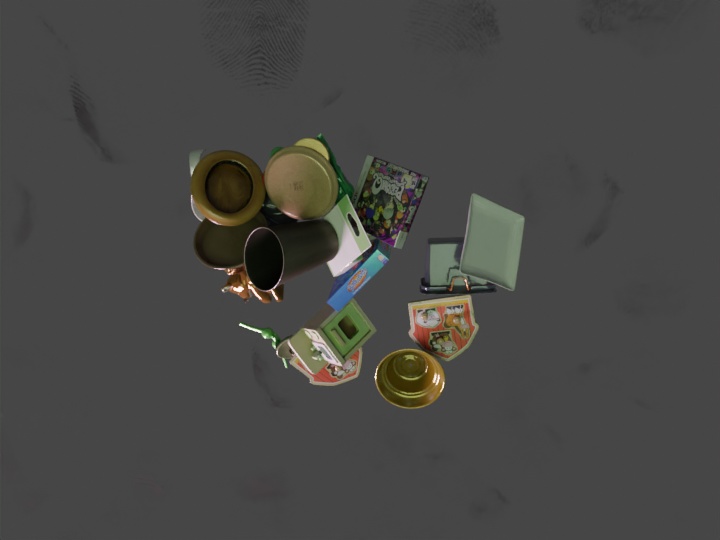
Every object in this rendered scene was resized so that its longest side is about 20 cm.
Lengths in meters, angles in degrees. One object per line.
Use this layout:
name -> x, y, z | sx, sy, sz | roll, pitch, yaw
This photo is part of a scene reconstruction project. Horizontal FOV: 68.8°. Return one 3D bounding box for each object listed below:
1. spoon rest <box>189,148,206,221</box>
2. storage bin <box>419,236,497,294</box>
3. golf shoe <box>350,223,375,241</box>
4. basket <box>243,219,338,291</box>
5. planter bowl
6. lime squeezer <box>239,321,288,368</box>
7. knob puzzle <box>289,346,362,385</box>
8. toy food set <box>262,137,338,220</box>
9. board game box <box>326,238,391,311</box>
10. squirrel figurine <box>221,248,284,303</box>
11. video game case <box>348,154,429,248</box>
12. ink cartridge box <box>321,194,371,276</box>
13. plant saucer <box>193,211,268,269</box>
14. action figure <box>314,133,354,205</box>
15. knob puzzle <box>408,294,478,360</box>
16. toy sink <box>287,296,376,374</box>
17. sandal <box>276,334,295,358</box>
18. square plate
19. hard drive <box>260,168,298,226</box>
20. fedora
spoon rest -> -0.415, -0.218, 1.400 | 0.099, 0.061, 0.201 | -7, 110, 9
storage bin -> 0.252, -0.015, 1.373 | 0.199, 0.146, 0.135 | -2, 102, 7
golf shoe -> 0.030, -0.120, 1.373 | 0.073, 0.092, 0.200 | 43, 112, -14
basket -> -0.162, -0.051, 1.298 | 0.136, 0.199, 0.181 | 52, 133, 16
planter bowl -> 0.146, 0.295, 1.532 | 0.199, 0.084, 0.202 | 2, 113, 6
lime squeezer -> -0.271, 0.214, 1.572 | 0.071, 0.038, 0.200 | -40, 104, 19
knob puzzle -> -0.077, 0.257, 1.535 | 0.218, 0.030, 0.221 | -4, 105, -16
toy food set -> -0.150, -0.220, 1.313 | 0.197, 0.049, 0.201 | -15, 115, 21
board game box -> 0.000, 0.000, 1.392 | 0.045, 0.152, 0.200 | 41, 110, -10
squirrel figurine -> -0.301, -0.002, 1.437 | 0.186, 0.142, 0.200 | -11, 129, 29
video game case -> 0.059, -0.173, 1.293 | 0.036, 0.200, 0.182 | 8, 107, -45
ink cartridge box -> -0.039, -0.088, 1.339 | 0.200, 0.048, 0.146 | -36, 77, 49
plant saucer -> -0.331, -0.084, 1.357 | 0.199, 0.201, 0.030 | -3, 149, 8
action figure -> -0.080, -0.238, 1.357 | 0.118, 0.055, 0.200 | -36, 107, 17
knob puzzle -> 0.236, 0.173, 1.493 | 0.218, 0.030, 0.221 | 2, 113, 5
toy sink -> -0.076, 0.179, 1.441 | 0.200, 0.112, 0.131 | -41, 106, -22
sandal -> -0.150, 0.236, 1.551 | 0.200, 0.057, 0.080 | 2, 118, 1
square plate -> 0.325, -0.067, 1.309 | 0.199, 0.028, 0.199 | 17, 80, -32
hard drive -> -0.222, -0.173, 1.405 | 0.134, 0.042, 0.201 | 28, 113, -5
fedora -> -0.340, -0.204, 1.347 | 0.199, 0.082, 0.202 | 4, 77, -19
